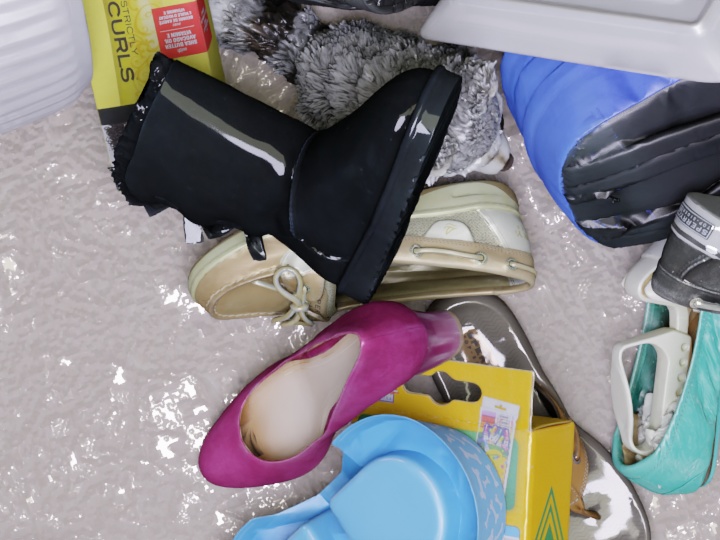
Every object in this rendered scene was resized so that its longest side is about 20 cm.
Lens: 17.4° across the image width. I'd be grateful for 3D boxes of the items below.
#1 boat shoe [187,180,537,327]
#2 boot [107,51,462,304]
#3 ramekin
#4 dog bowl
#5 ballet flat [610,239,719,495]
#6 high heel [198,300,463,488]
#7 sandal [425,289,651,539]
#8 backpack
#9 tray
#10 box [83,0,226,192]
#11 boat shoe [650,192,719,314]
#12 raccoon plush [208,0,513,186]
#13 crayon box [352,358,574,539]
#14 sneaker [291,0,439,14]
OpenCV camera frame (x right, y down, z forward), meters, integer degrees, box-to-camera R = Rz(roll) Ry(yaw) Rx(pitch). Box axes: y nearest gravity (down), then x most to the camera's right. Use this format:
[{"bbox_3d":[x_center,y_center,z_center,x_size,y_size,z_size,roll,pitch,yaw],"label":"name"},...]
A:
[{"bbox_3d":[0.001,0.001,1.374,0.200,0.073,0.063,-11,63,-9],"label":"boat shoe"},{"bbox_3d":[-0.043,-0.069,1.260,0.162,0.198,0.073,27,57,2],"label":"boot"},{"bbox_3d":[-0.219,-0.166,1.305,0.105,0.200,0.201,-15,93,-11],"label":"ramekin"},{"bbox_3d":[0.004,0.162,1.339,0.200,0.050,0.112,-45,68,28],"label":"dog bowl"},{"bbox_3d":[0.185,0.034,1.386,0.070,0.067,0.200,6,94,-30],"label":"ballet flat"},{"bbox_3d":[-0.038,0.075,1.334,0.200,0.096,0.067,-26,77,32],"label":"high heel"},{"bbox_3d":[0.103,0.100,1.397,0.082,0.055,0.200,-28,93,-1],"label":"sandal"},{"bbox_3d":[0.179,-0.116,1.340,0.200,0.163,0.168,-32,53,3],"label":"backpack"},{"bbox_3d":[0.131,-0.158,1.271,0.107,0.200,0.022,-57,138,-25],"label":"tray"},{"bbox_3d":[-0.123,-0.148,1.342,0.075,0.050,0.200,-8,114,4],"label":"box"},{"bbox_3d":[0.250,0.008,1.331,0.200,0.071,0.064,14,112,-27],"label":"boat shoe"},{"bbox_3d":[-0.007,-0.102,1.343,0.200,0.134,0.097,14,92,-3],"label":"raccoon plush"},{"bbox_3d":[0.056,0.148,1.363,0.126,0.052,0.200,7,97,35],"label":"crayon box"},{"bbox_3d":[0.003,-0.180,1.351,0.104,0.200,0.060,15,107,35],"label":"sneaker"}]
